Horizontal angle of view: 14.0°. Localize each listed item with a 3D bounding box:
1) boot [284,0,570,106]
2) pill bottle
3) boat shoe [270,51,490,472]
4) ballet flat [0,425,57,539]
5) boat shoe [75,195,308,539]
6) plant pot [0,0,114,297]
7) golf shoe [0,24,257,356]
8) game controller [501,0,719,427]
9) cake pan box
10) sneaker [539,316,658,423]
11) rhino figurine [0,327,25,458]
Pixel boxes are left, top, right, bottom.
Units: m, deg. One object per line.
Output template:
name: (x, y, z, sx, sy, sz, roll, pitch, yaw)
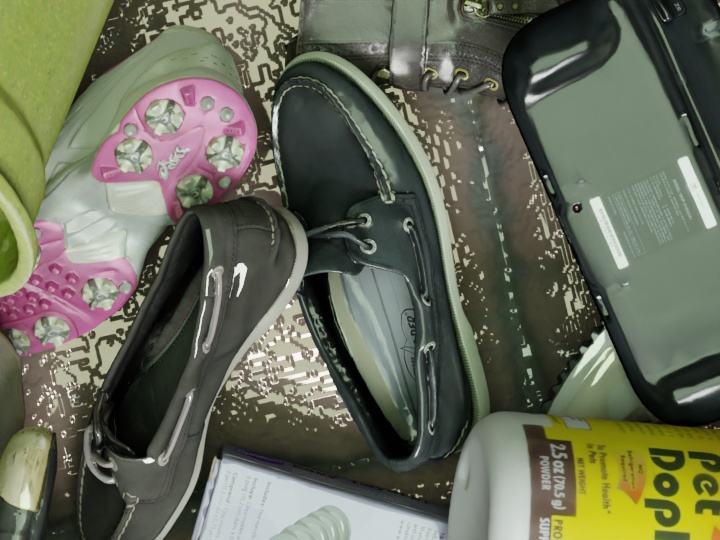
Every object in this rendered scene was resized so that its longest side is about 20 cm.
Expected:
boot: (0.051, -0.092, 1.363, 0.173, 0.069, 0.201, 0, 92, 7)
pill bottle: (0.144, 0.124, 1.306, 0.199, 0.109, 0.110, 5, 93, -10)
boat shoe: (-0.002, 0.001, 1.344, 0.074, 0.066, 0.200, -7, 106, 34)
ballet flat: (-0.185, 0.155, 1.315, 0.057, 0.067, 0.201, 25, 109, -3)
boat shoe: (-0.094, 0.050, 1.341, 0.057, 0.067, 0.201, 9, 119, -42)
plant pot: (-0.190, -0.120, 1.291, 0.200, 0.200, 0.185, 29, 65, -1)
golf shoe: (-0.125, -0.036, 1.363, 0.200, 0.092, 0.075, -38, 121, 22)
game controller: (0.141, -0.032, 1.308, 0.104, 0.042, 0.201, -23, 96, 9)
cake pan box: (-0.007, 0.201, 1.373, 0.183, 0.052, 0.201, 15, 93, -2)
sneaker: (0.161, 0.034, 1.357, 0.093, 0.070, 0.200, 38, 90, 5)
rhino figurine: (-0.196, 0.107, 1.361, 0.087, 0.060, 0.201, 3, 111, 6)
